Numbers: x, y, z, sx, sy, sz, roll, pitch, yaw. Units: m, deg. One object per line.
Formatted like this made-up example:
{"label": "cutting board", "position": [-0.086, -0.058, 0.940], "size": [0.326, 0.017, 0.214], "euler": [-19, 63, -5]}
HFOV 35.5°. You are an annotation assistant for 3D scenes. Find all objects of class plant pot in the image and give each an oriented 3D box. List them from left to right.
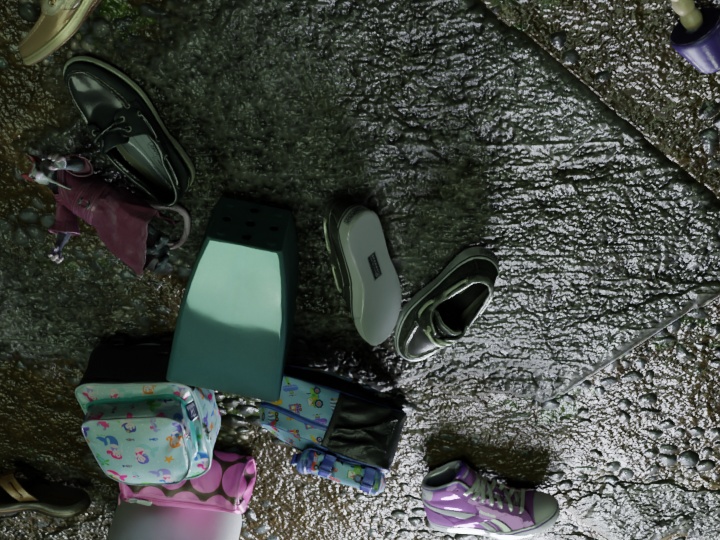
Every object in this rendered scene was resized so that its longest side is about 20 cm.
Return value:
{"label": "plant pot", "position": [-0.145, 0.025, 1.352], "size": [0.139, 0.142, 0.202], "euler": [10, 125, -2]}

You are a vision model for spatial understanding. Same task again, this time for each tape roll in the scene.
{"label": "tape roll", "position": [-0.291, 0.428, 1.728], "size": [0.199, 0.140, 0.205], "euler": [4, 132, 4]}

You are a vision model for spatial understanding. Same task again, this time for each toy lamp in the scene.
{"label": "toy lamp", "position": [0.296, -0.273, 1.072], "size": [0.058, 0.059, 0.200], "euler": [-24, 121, 27]}

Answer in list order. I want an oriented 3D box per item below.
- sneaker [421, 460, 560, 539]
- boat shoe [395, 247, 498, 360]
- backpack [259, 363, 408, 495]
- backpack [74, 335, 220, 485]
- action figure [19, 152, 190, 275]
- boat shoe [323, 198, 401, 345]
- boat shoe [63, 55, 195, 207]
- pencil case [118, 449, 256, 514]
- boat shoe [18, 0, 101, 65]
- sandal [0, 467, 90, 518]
{"label": "sneaker", "position": [0.183, 0.324, 1.612], "size": [0.197, 0.073, 0.115], "euler": [-5, 128, 13]}
{"label": "boat shoe", "position": [0.099, 0.055, 1.376], "size": [0.070, 0.064, 0.201], "euler": [24, 131, -13]}
{"label": "backpack", "position": [-0.046, 0.199, 1.462], "size": [0.197, 0.136, 0.183], "euler": [17, 172, 2]}
{"label": "backpack", "position": [-0.282, 0.206, 1.531], "size": [0.175, 0.152, 0.202], "euler": [-2, 136, 9]}
{"label": "action figure", "position": [-0.303, -0.086, 1.313], "size": [0.199, 0.149, 0.135], "euler": [33, 125, 4]}
{"label": "boat shoe", "position": [0.000, 0.000, 1.357], "size": [0.063, 0.070, 0.202], "euler": [27, 141, 41]}
{"label": "boat shoe", "position": [-0.263, -0.148, 1.257], "size": [0.074, 0.067, 0.200], "euler": [-18, 127, 23]}
{"label": "pencil case", "position": [-0.254, 0.307, 1.646], "size": [0.197, 0.094, 0.092], "euler": [4, 132, 4]}
{"label": "boat shoe", "position": [-0.291, -0.289, 1.139], "size": [0.064, 0.072, 0.199], "euler": [42, 117, -19]}
{"label": "sandal", "position": [-0.513, 0.335, 1.723], "size": [0.197, 0.082, 0.055], "euler": [8, 116, 3]}
